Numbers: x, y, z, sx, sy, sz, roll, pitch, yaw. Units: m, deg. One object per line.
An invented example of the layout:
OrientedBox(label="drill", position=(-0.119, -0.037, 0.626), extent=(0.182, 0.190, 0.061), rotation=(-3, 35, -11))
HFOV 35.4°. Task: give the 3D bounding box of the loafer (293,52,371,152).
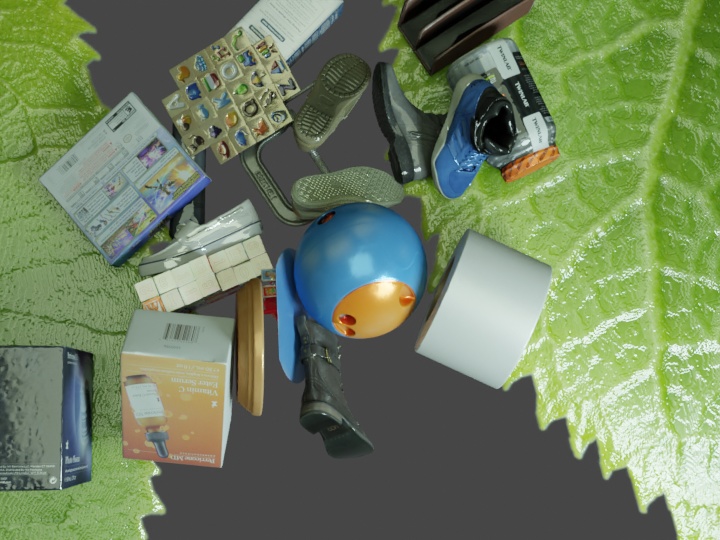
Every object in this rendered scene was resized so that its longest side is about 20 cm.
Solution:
OrientedBox(label="loafer", position=(-0.052, -0.262, 1.755), extent=(0.076, 0.067, 0.200), rotation=(38, 57, -2))

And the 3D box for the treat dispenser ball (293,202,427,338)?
OrientedBox(label="treat dispenser ball", position=(0.000, 0.000, 1.670), extent=(0.199, 0.201, 0.203), rotation=(0, 83, -3))

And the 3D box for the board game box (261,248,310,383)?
OrientedBox(label="board game box", position=(-0.115, 0.069, 1.687), extent=(0.039, 0.158, 0.202), rotation=(-4, 84, 14))

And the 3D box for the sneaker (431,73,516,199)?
OrientedBox(label="sneaker", position=(0.172, -0.179, 1.676), extent=(0.076, 0.111, 0.201), rotation=(-4, 123, -31))

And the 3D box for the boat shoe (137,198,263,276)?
OrientedBox(label="boat shoe", position=(-0.247, -0.050, 1.701), extent=(0.199, 0.072, 0.066), rotation=(-22, 94, -2))

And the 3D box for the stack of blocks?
OrientedBox(label="stack of blocks", position=(-0.231, 0.015, 1.701), extent=(0.199, 0.115, 0.059), rotation=(-23, 85, -6))

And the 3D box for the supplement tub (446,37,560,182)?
OrientedBox(label="supplement tub", position=(0.225, -0.247, 1.751), extent=(0.122, 0.123, 0.201), rotation=(-25, 85, -5))

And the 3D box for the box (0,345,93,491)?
OrientedBox(label="box", position=(-0.461, 0.211, 1.623), extent=(0.122, 0.200, 0.200), rotation=(-1, 84, -2))

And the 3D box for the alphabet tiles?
OrientedBox(label="alphabet tiles", position=(-0.200, -0.270, 1.738), extent=(0.199, 0.006, 0.167), rotation=(-30, 89, 5))

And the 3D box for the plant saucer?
OrientedBox(label="plant saucer", position=(-0.164, 0.111, 1.648), extent=(0.037, 0.200, 0.202), rotation=(0, 83, -9))

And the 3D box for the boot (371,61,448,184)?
OrientedBox(label="boot", position=(0.098, -0.240, 1.779), extent=(0.131, 0.070, 0.202), rotation=(-14, 90, -13))

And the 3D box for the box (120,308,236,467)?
OrientedBox(label="box", position=(-0.263, 0.172, 1.634), extent=(0.151, 0.107, 0.201), rotation=(5, 124, -2))

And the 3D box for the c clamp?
OrientedBox(label="c clamp", position=(-0.097, -0.178, 1.774), extent=(0.170, 0.027, 0.201), rotation=(-27, 85, -6))

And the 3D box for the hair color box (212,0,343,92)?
OrientedBox(label="hair color box", position=(-0.129, -0.379, 1.779), extent=(0.100, 0.061, 0.200), rotation=(43, 83, 3))

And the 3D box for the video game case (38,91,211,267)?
OrientedBox(label="video game case", position=(-0.361, -0.138, 1.729), extent=(0.200, 0.045, 0.181), rotation=(-42, 80, 1))

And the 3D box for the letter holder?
OrientedBox(label="letter holder", position=(0.171, -0.416, 1.758), extent=(0.199, 0.142, 0.101), rotation=(-33, 86, -6))

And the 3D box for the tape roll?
OrientedBox(label="tape roll", position=(0.180, 0.056, 1.674), extent=(0.138, 0.203, 0.204), rotation=(23, 83, 0))

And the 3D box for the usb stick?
OrientedBox(label="usb stick", position=(-0.269, -0.142, 1.758), extent=(0.055, 0.033, 0.202), rotation=(1, 83, -2))

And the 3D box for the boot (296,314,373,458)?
OrientedBox(label="boot", position=(-0.038, 0.176, 1.698), extent=(0.069, 0.200, 0.175), rotation=(-17, 52, 17))

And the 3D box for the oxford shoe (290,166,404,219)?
OrientedBox(label="oxford shoe", position=(-0.023, -0.116, 1.742), extent=(0.199, 0.058, 0.076), rotation=(-8, 60, -30))
